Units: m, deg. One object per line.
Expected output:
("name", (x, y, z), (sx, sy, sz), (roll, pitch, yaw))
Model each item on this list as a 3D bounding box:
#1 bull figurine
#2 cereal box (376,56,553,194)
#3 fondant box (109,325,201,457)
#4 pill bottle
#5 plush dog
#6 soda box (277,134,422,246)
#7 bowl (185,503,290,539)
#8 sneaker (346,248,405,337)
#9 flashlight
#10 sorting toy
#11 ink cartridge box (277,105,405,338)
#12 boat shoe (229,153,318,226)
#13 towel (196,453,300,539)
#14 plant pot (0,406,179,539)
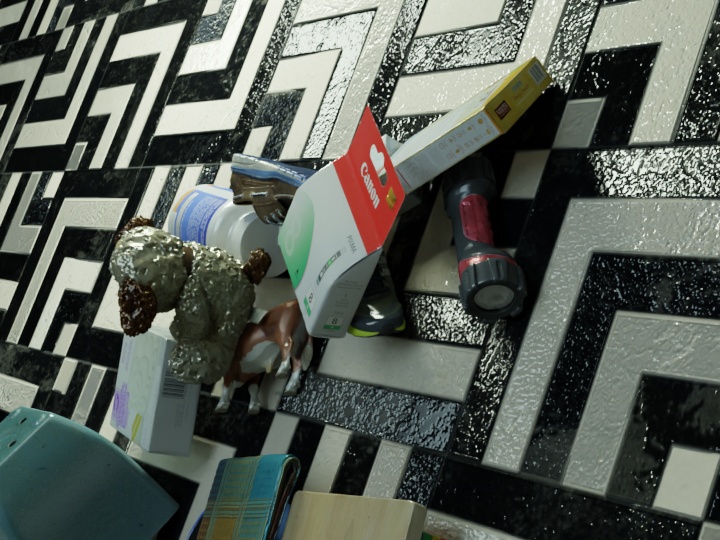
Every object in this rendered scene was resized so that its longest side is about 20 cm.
("bull figurine", (-0.126, 0.105, 1.644), (0.200, 0.065, 0.122), (-35, 46, 42))
("cereal box", (0.100, -0.144, 1.458), (0.200, 0.040, 0.144), (-31, 11, 42))
("fondant box", (-0.264, 0.150, 1.759), (0.200, 0.058, 0.145), (-171, 90, -67))
("pill bottle", (-0.162, -0.046, 1.759), (0.200, 0.112, 0.112), (20, 84, 58))
("plush dog", (-0.215, 0.013, 1.606), (0.161, 0.172, 0.200), (-50, 33, 29))
("soda box", (-0.013, -0.081, 1.615), (0.200, 0.064, 0.068), (-29, 45, 43))
("bowl", (-0.145, 0.338, 1.527), (0.201, 0.039, 0.201), (-34, 43, 38))
("sneaker", (0.000, 0.000, 1.501), (0.200, 0.074, 0.081), (-116, 20, -50))
("flashlight", (0.125, -0.039, 1.391), (0.068, 0.068, 0.200), (94, 175, -46))
("sorting toy", (-0.009, 0.324, 1.315), (0.199, 0.070, 0.200), (-7, 62, 53))
("ink cartridge box", (-0.024, -0.053, 1.447), (0.161, 0.050, 0.200), (-110, 33, -45))
("boat shoe", (-0.089, -0.089, 1.616), (0.200, 0.072, 0.073), (21, 103, 55))
("towel", (-0.129, 0.271, 1.472), (0.200, 0.022, 0.147), (-18, 52, 62))
("plant pot", (-0.390, 0.282, 1.706), (0.196, 0.200, 0.196), (-45, 24, -26))
